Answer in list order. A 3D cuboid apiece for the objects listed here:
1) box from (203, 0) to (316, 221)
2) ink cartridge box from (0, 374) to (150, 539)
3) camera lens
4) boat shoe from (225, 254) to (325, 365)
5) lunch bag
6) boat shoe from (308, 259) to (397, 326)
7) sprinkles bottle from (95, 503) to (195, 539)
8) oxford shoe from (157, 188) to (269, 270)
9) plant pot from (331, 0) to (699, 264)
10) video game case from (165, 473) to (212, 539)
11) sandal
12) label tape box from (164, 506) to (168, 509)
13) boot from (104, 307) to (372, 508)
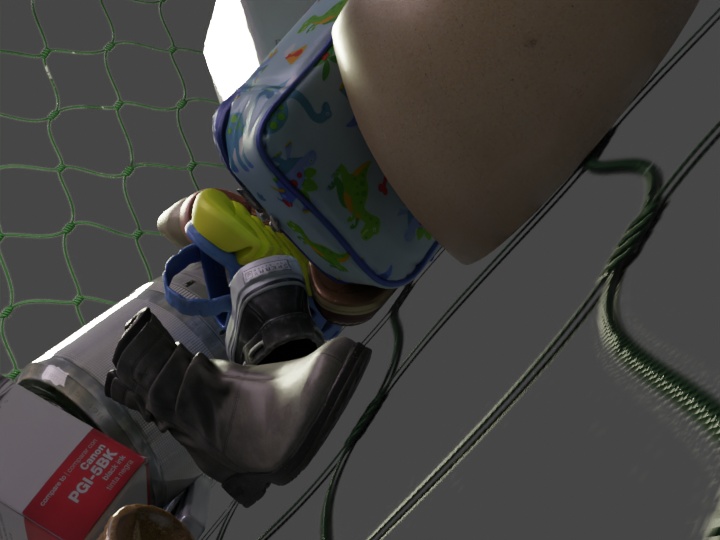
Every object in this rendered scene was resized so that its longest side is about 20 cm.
[{"bbox_3d":[-0.005,-0.162,0.882,0.200,0.172,0.199,-18,-5,-15],"label":"box"},{"bbox_3d":[-0.256,0.150,0.788,0.083,0.200,0.147,-54,-13,-36],"label":"ink cartridge box"},{"bbox_3d":[-0.176,0.104,0.924,0.200,0.160,0.160,-39,-5,-38],"label":"camera lens"},{"bbox_3d":[-0.061,0.062,0.788,0.072,0.071,0.200,-14,-23,-5],"label":"boat shoe"},{"bbox_3d":[0.017,-0.097,0.695,0.200,0.161,0.082,-53,29,-18],"label":"lunch bag"},{"bbox_3d":[0.000,0.000,0.807,0.200,0.072,0.072,-83,-1,-65],"label":"boat shoe"},{"bbox_3d":[-0.180,0.236,0.704,0.200,0.068,0.068,-50,5,26],"label":"sprinkles bottle"},{"bbox_3d":[-0.091,-0.021,0.991,0.074,0.200,0.071,-6,62,48],"label":"oxford shoe"},{"bbox_3d":[0.064,-0.122,0.580,0.200,0.134,0.200,-53,4,6],"label":"plant pot"},{"bbox_3d":[-0.185,0.255,0.884,0.182,0.023,0.200,-53,5,-5],"label":"video game case"},{"bbox_3d":[-0.082,0.012,0.842,0.087,0.200,0.080,-47,50,6],"label":"sandal"},{"bbox_3d":[-0.225,0.234,1.071,0.143,0.066,0.200,-52,-1,-23],"label":"label tape box"},{"bbox_3d":[-0.085,0.067,0.636,0.068,0.131,0.200,-56,6,-36],"label":"boot"}]
